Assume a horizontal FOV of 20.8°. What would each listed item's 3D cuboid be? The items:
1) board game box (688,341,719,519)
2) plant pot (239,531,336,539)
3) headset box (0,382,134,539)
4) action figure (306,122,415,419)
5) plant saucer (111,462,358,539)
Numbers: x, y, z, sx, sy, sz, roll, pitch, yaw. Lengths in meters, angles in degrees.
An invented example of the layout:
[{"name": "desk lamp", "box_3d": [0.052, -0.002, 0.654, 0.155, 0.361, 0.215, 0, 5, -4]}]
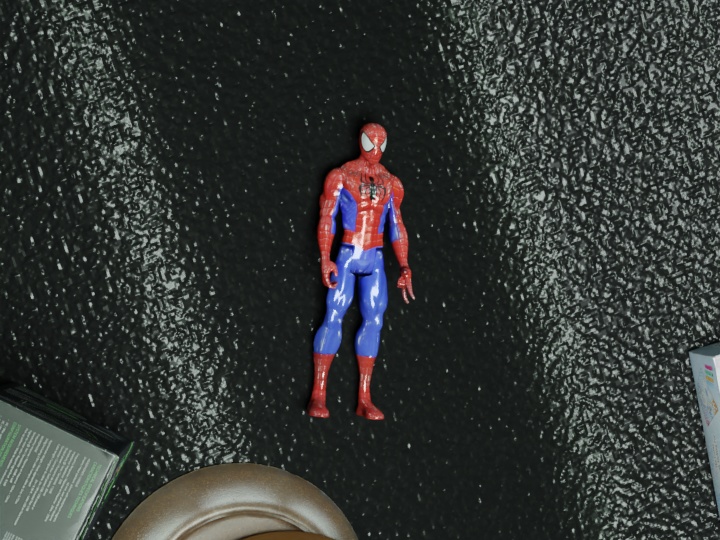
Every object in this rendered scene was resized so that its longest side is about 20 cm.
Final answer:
[{"name": "board game box", "box_3d": [0.358, 0.132, 1.473, 0.199, 0.043, 0.200, -15, 100, -17]}, {"name": "plant pot", "box_3d": [-0.033, 0.282, 1.271, 0.199, 0.140, 0.201, -2, 96, -19]}, {"name": "headset box", "box_3d": [-0.220, 0.166, 1.201, 0.092, 0.200, 0.175, 26, 85, -3]}, {"name": "action figure", "box_3d": [0.000, 0.000, 1.336, 0.065, 0.052, 0.201, 4, 92, -16]}, {"name": "plant saucer", "box_3d": [-0.084, 0.233, 1.338, 0.199, 0.032, 0.202, -2, 95, -18]}]
